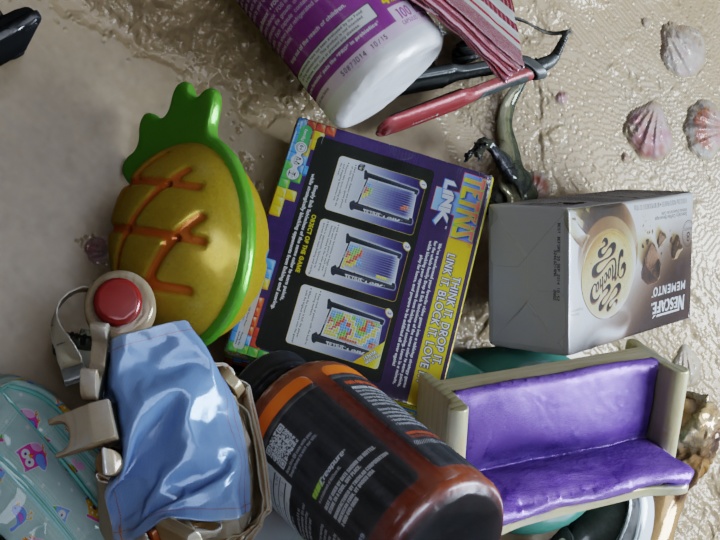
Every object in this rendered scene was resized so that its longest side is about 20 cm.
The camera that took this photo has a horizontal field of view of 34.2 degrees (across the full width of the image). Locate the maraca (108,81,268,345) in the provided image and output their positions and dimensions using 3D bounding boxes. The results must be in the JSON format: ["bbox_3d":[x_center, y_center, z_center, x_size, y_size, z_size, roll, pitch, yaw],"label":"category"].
[{"bbox_3d":[-0.126,-0.039,0.840,0.106,0.137,0.202,17,52,-47],"label":"maraca"}]

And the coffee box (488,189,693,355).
[{"bbox_3d":[0.194,-0.005,0.970,0.199,0.079,0.114,-9,101,-47],"label":"coffee box"}]

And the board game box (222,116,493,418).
[{"bbox_3d":[0.000,0.000,0.904,0.164,0.057,0.202,18,69,-3],"label":"board game box"}]

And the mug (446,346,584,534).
[{"bbox_3d":[0.116,0.136,0.952,0.183,0.114,0.154,6,83,-23],"label":"mug"}]

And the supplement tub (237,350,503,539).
[{"bbox_3d":[-0.007,0.128,0.758,0.106,0.200,0.108,-21,127,-30],"label":"supplement tub"}]

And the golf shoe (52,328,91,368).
[{"bbox_3d":[-0.140,0.104,0.866,0.199,0.077,0.089,24,83,-19],"label":"golf shoe"}]

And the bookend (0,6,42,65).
[{"bbox_3d":[-0.356,-0.197,0.786,0.199,0.092,0.200,-34,99,-23],"label":"bookend"}]

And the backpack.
[{"bbox_3d":[-0.235,0.149,0.779,0.200,0.166,0.127,50,64,-18],"label":"backpack"}]

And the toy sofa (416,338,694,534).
[{"bbox_3d":[0.143,0.115,0.838,0.198,0.098,0.084,-7,112,-23],"label":"toy sofa"}]

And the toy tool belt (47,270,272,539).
[{"bbox_3d":[-0.124,0.085,0.708,0.124,0.123,0.202,-16,80,-13],"label":"toy tool belt"}]

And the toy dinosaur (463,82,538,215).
[{"bbox_3d":[0.124,-0.075,1.012,0.088,0.047,0.202,-3,84,-41],"label":"toy dinosaur"}]

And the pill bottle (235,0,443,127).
[{"bbox_3d":[-0.036,-0.220,0.908,0.112,0.112,0.201,-37,85,-22],"label":"pill bottle"}]

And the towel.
[{"bbox_3d":[0.069,-0.236,0.946,0.144,0.201,0.023,38,116,-17],"label":"towel"}]

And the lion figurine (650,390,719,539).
[{"bbox_3d":[0.247,0.201,1.000,0.072,0.122,0.202,16,80,-21],"label":"lion figurine"}]

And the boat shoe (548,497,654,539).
[{"bbox_3d":[0.170,0.253,0.960,0.056,0.068,0.201,26,97,-46],"label":"boat shoe"}]

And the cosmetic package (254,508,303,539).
[{"bbox_3d":[-0.027,0.256,0.793,0.199,0.124,0.199,31,38,19],"label":"cosmetic package"}]

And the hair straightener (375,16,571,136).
[{"bbox_3d":[0.089,-0.181,0.998,0.198,0.041,0.078,-22,79,-14],"label":"hair straightener"}]
